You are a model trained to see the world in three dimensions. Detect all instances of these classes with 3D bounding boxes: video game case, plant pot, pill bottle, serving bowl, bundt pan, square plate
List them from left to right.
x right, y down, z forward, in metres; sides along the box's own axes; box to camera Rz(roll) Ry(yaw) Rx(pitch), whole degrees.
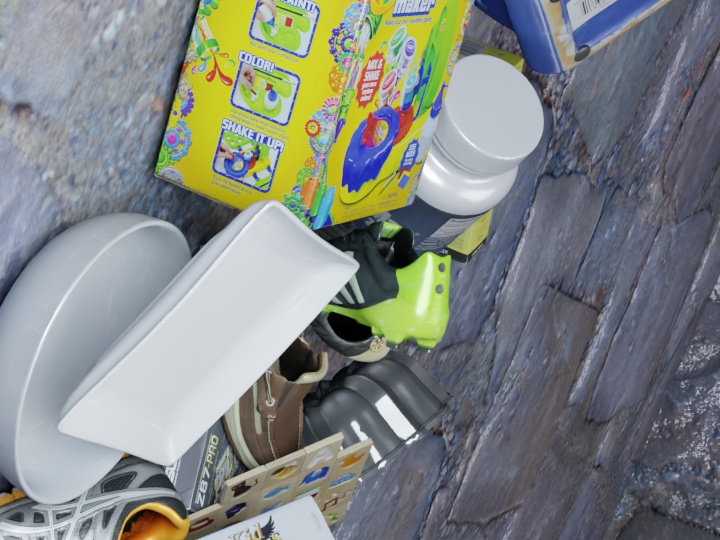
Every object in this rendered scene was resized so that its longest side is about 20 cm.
[{"bbox_3d":[-0.190,0.049,1.330,0.200,0.065,0.201,-51,154,-36],"label":"serving bowl"},{"bbox_3d":[-0.137,0.246,1.475,0.180,0.046,0.200,-20,162,-37],"label":"video game case"},{"bbox_3d":[-0.100,0.041,1.342,0.198,0.028,0.200,-46,160,3],"label":"square plate"},{"bbox_3d":[-0.021,0.137,1.741,0.201,0.076,0.202,-35,-177,2],"label":"bundt pan"},{"bbox_3d":[0.056,-0.086,1.614,0.120,0.119,0.200,-51,-175,-37],"label":"pill bottle"},{"bbox_3d":[0.157,-0.283,1.582,0.199,0.180,0.200,-33,158,0],"label":"plant pot"}]

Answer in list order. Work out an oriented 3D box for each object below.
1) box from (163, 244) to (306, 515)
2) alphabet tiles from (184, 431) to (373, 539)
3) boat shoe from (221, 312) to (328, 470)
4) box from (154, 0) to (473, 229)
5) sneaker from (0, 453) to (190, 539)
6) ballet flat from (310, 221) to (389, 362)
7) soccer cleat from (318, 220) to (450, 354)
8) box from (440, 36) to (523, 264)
[{"bbox_3d":[-0.100,0.100,1.568,0.161,0.049,0.202,47,53,-68],"label":"box"},{"bbox_3d":[-0.073,0.191,1.554,0.165,0.006,0.201,-21,154,-24],"label":"alphabet tiles"},{"bbox_3d":[-0.062,0.077,1.489,0.075,0.074,0.203,-61,149,-43],"label":"boat shoe"},{"bbox_3d":[-0.026,-0.146,1.433,0.200,0.121,0.194,-19,128,-64],"label":"box"},{"bbox_3d":[-0.205,0.189,1.391,0.199,0.077,0.079,-31,144,-29],"label":"sneaker"},{"bbox_3d":[-0.012,0.019,1.622,0.066,0.057,0.200,-43,144,-12],"label":"ballet flat"},{"bbox_3d":[0.000,0.000,1.472,0.067,0.199,0.082,8,97,-39],"label":"soccer cleat"},{"bbox_3d":[0.092,-0.110,1.864,0.050,0.075,0.201,-43,148,-51],"label":"box"}]
